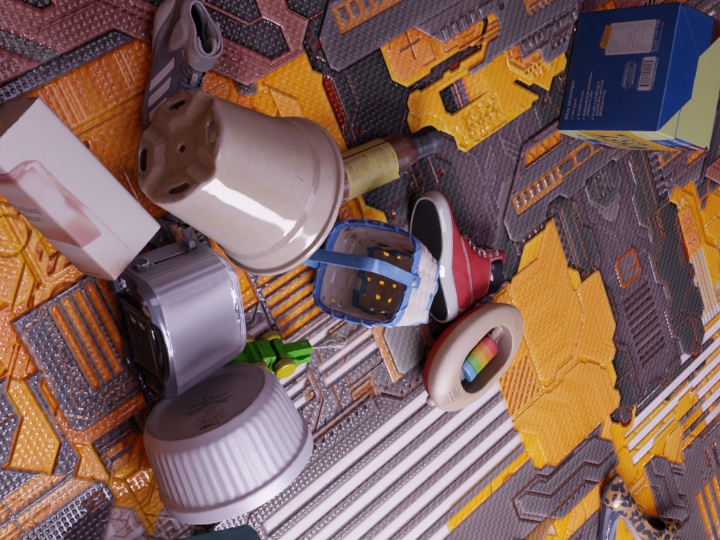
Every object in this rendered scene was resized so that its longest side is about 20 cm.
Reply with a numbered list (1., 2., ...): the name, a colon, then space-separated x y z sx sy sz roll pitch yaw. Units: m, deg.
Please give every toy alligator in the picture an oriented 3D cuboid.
1. toy alligator: -0.108 0.118 1.391 0.198 0.060 0.054 -5 139 -36

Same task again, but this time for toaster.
1. toaster: -0.215 0.059 1.254 0.129 0.113 0.202 -29 129 -33

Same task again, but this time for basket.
1. basket: 0.000 0.000 1.382 0.199 0.175 0.141 14 89 -56

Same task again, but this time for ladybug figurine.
1. ladybug figurine: 0.161 0.124 1.568 0.200 0.072 0.136 -42 132 -20

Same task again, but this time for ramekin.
1. ramekin: -0.166 0.198 1.262 0.199 0.199 0.106 -34 116 -28

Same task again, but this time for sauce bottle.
1. sauce bottle: 0.030 -0.150 1.445 0.199 0.066 0.067 -24 110 -30

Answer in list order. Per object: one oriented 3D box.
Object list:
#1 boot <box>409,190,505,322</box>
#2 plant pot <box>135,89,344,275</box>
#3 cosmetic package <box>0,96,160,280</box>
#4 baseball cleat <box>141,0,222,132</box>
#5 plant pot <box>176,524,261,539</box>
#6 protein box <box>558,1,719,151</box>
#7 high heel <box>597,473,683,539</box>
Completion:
1. boot: 0.152 -0.041 1.552 0.144 0.072 0.202 -27 120 -31
2. plant pot: -0.150 -0.114 1.206 0.183 0.199 0.202 24 81 -53
3. cosmetic package: -0.332 -0.089 1.163 0.087 0.103 0.200 -52 121 -20
4. baseball cleat: -0.210 -0.221 1.232 0.069 0.106 0.202 -8 103 -40
5. plant pot: -0.208 0.420 1.275 0.159 0.200 0.203 1 96 -23
6. protein box: 0.444 -0.300 1.648 0.134 0.199 0.201 10 90 -37
7. high heel: 0.512 0.424 1.875 0.198 0.071 0.144 -3 104 -27
